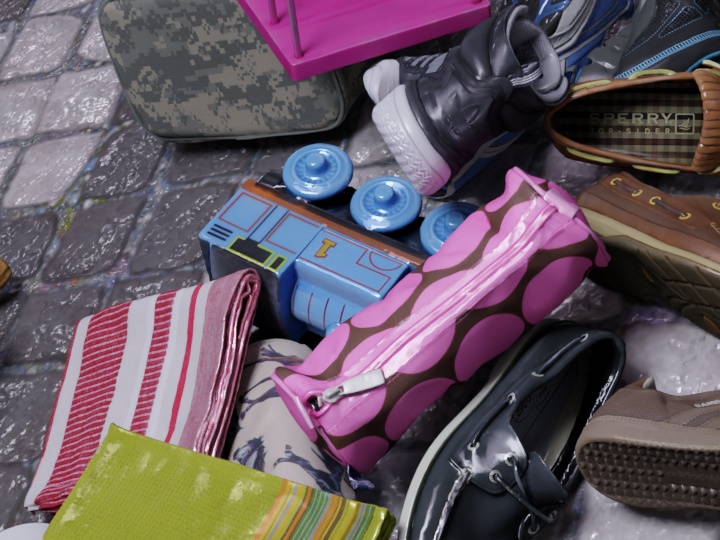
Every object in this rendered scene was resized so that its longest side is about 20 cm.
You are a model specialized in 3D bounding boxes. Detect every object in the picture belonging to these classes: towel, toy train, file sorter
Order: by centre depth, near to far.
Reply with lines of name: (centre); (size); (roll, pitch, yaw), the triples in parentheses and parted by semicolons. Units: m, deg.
towel: (-0.082, 0.141, 0.962); (0.199, 0.018, 0.086); (13, 56, 33)
toy train: (0.000, 0.000, 1.098); (0.199, 0.087, 0.114); (25, 58, 26)
towel: (-0.141, 0.080, 1.107); (0.199, 0.023, 0.145); (-14, 57, 49)
file sorter: (-0.020, -0.242, 1.152); (0.138, 0.126, 0.200); (-18, 40, -13)

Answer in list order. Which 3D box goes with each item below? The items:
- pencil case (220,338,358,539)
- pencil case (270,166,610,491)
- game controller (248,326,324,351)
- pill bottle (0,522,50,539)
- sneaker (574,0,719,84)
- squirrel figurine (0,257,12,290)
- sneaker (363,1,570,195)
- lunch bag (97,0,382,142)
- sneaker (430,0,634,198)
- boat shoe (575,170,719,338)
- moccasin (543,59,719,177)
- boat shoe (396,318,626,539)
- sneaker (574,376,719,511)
pencil case: (-0.044, 0.136, 1.027); (0.089, 0.077, 0.201); (-46, 35, 24)
pencil case: (0.046, 0.026, 0.982); (0.200, 0.094, 0.091); (-42, 68, -2)
game controller: (-0.087, 0.070, 1.161); (0.199, 0.042, 0.105); (-32, 54, 4)
pill bottle: (-0.164, 0.233, 0.987); (0.112, 0.113, 0.200); (-36, 40, -2)
sneaker: (0.214, -0.157, 1.157); (0.081, 0.073, 0.201); (20, 68, 26)
squirrel figurine: (-0.351, 0.085, 1.271); (0.199, 0.141, 0.188); (-36, 48, 21)
sneaker: (0.067, -0.112, 1.085); (0.113, 0.076, 0.200); (-31, 14, 8)
lunch bag: (-0.078, -0.195, 1.338); (0.198, 0.140, 0.168); (-4, 30, 29)
sneaker: (0.109, -0.125, 1.178); (0.200, 0.077, 0.076); (-51, 44, 15)
boat shoe: (0.194, -0.013, 1.015); (0.068, 0.072, 0.200); (-48, 39, -13)
moccasin: (0.209, -0.092, 1.050); (0.199, 0.074, 0.078); (7, 8, 16)
boat shoe: (0.090, 0.107, 0.967); (0.066, 0.075, 0.200); (-5, 38, 48)
sneaker: (0.210, 0.089, 0.907); (0.199, 0.071, 0.076); (10, 42, 33)
